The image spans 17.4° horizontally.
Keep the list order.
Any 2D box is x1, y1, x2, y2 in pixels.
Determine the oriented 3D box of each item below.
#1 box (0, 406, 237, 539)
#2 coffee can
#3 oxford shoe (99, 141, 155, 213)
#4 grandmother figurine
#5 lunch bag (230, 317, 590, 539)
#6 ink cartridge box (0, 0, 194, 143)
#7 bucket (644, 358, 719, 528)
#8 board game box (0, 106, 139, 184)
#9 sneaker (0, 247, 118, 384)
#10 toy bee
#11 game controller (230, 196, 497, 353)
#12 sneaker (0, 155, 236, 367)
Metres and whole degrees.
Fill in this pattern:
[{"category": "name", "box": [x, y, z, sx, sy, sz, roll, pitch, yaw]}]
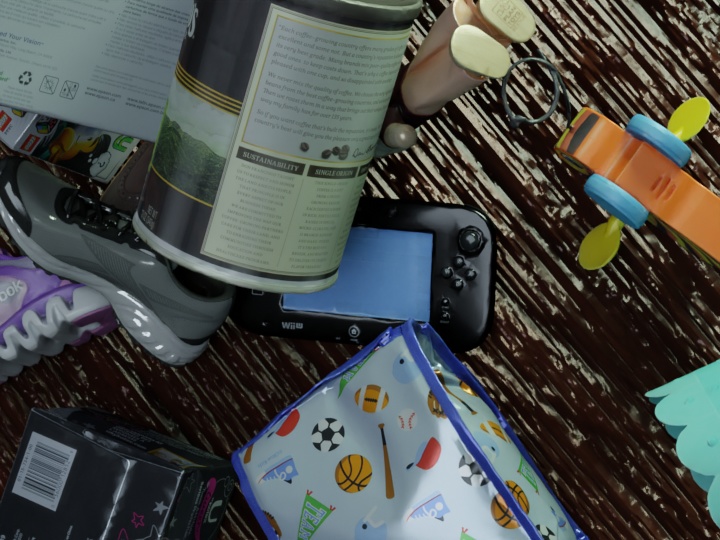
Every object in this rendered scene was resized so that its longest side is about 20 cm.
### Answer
[{"category": "box", "box": [-0.190, 0.210, 1.664, 0.131, 0.115, 0.201, 20, 93, 18]}, {"category": "coffee can", "box": [-0.056, -0.105, 1.551, 0.146, 0.146, 0.201, 23, 108, 17]}, {"category": "oxford shoe", "box": [-0.121, -0.087, 1.673, 0.200, 0.072, 0.071, -40, 78, 12]}, {"category": "grandmother figurine", "box": [0.045, -0.129, 1.584, 0.061, 0.200, 0.121, 48, 58, -5]}, {"category": "lunch bag", "box": [0.030, 0.156, 1.594, 0.170, 0.124, 0.200, -38, 85, 14]}, {"category": "ink cartridge box", "box": [-0.162, -0.192, 1.559, 0.041, 0.199, 0.201, 45, 113, 44]}, {"category": "bucket", "box": [0.284, 0.133, 1.477, 0.134, 0.207, 0.208, -28, 80, 6]}, {"category": "board game box", "box": [-0.164, -0.160, 1.661, 0.035, 0.126, 0.200, 42, 101, 26]}, {"category": "sneaker", "box": [-0.272, 0.032, 1.719, 0.199, 0.080, 0.089, -25, 76, 9]}, {"category": "toy bee", "box": [0.179, -0.078, 1.577, 0.131, 0.109, 0.201, -33, 99, -4]}, {"category": "game controller", "box": [0.000, 0.000, 1.650, 0.199, 0.042, 0.105, 5, 89, 18]}, {"category": "sneaker", "box": [-0.172, -0.020, 1.651, 0.200, 0.074, 0.079, 38, 121, -17]}]
